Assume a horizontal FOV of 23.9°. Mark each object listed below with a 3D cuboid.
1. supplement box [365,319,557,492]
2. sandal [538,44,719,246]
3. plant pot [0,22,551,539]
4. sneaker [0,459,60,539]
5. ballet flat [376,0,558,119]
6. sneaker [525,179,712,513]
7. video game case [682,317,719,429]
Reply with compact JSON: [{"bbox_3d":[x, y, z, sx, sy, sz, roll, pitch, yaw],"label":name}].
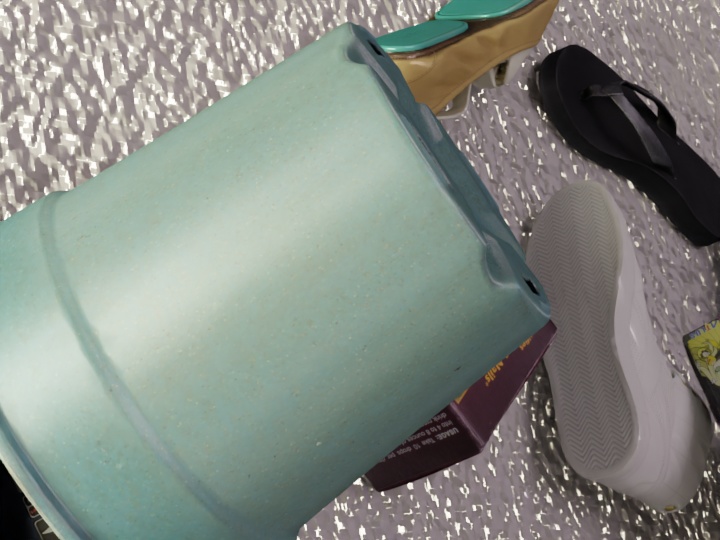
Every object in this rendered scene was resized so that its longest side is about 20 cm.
[{"bbox_3d":[0.000,0.000,0.894,0.201,0.085,0.110,52,43,-12],"label":"supplement box"},{"bbox_3d":[0.199,-0.094,1.173,0.199,0.043,0.077,34,49,-29],"label":"sandal"},{"bbox_3d":[-0.039,0.013,0.710,0.201,0.195,0.200,53,11,-14],"label":"plant pot"},{"bbox_3d":[-0.116,0.139,0.702,0.201,0.075,0.078,54,7,1],"label":"sneaker"},{"bbox_3d":[0.063,-0.134,1.056,0.199,0.068,0.064,-31,121,-46],"label":"ballet flat"},{"bbox_3d":[0.161,0.052,1.055,0.115,0.073,0.202,33,45,-47],"label":"sneaker"},{"bbox_3d":[0.275,0.151,1.046,0.201,0.036,0.182,55,13,-29],"label":"video game case"}]
